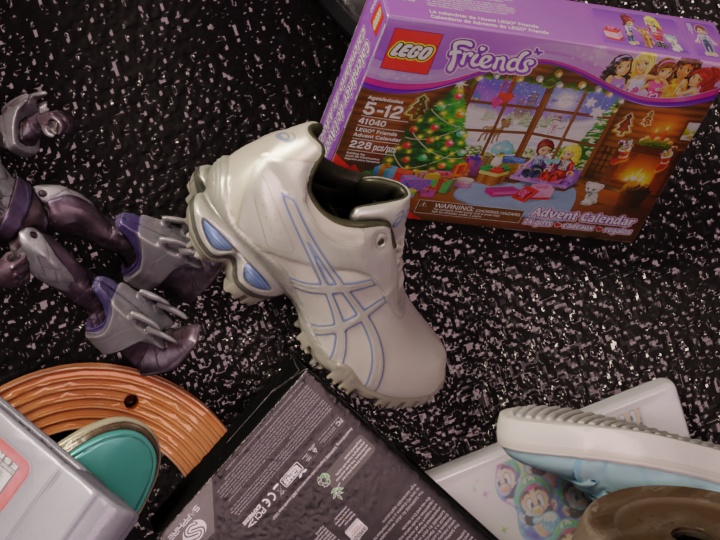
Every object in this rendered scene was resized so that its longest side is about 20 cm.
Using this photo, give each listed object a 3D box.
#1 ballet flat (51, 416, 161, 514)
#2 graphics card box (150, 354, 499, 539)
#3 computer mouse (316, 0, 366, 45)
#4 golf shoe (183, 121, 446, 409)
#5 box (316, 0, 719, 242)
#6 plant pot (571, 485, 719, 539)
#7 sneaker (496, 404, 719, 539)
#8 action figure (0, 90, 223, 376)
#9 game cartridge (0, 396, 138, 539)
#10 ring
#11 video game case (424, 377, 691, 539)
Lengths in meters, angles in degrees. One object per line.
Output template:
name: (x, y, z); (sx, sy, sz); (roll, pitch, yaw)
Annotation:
ballet flat: (-0.183, 0.154, 0.939); (0.069, 0.069, 0.201); (41, 82, -15)
graphics card box: (-0.004, 0.159, 0.988); (0.200, 0.051, 0.126); (42, 88, -14)
computer mouse: (0.017, -0.152, 0.978); (0.138, 0.053, 0.200); (-45, 104, -6)
golf shoe: (0.000, 0.000, 0.946); (0.097, 0.079, 0.200); (-33, 130, 21)
box: (0.082, -0.083, 0.961); (0.198, 0.039, 0.137); (5, 135, -19)
plant pot: (0.168, 0.216, 0.944); (0.198, 0.200, 0.175); (1, 107, -14)
sneaker: (0.164, 0.132, 1.014); (0.198, 0.074, 0.083); (15, 89, -14)
action figure: (-0.167, -0.026, 0.929); (0.199, 0.069, 0.131); (29, 58, -25)
game cartridge: (-0.222, 0.119, 0.903); (0.199, 0.041, 0.134); (35, 91, 22)
ring: (-0.152, 0.150, 0.988); (0.198, 0.019, 0.203); (-2, 98, -13)
video game case: (0.120, 0.183, 1.057); (0.198, 0.024, 0.184); (-20, 101, -11)
